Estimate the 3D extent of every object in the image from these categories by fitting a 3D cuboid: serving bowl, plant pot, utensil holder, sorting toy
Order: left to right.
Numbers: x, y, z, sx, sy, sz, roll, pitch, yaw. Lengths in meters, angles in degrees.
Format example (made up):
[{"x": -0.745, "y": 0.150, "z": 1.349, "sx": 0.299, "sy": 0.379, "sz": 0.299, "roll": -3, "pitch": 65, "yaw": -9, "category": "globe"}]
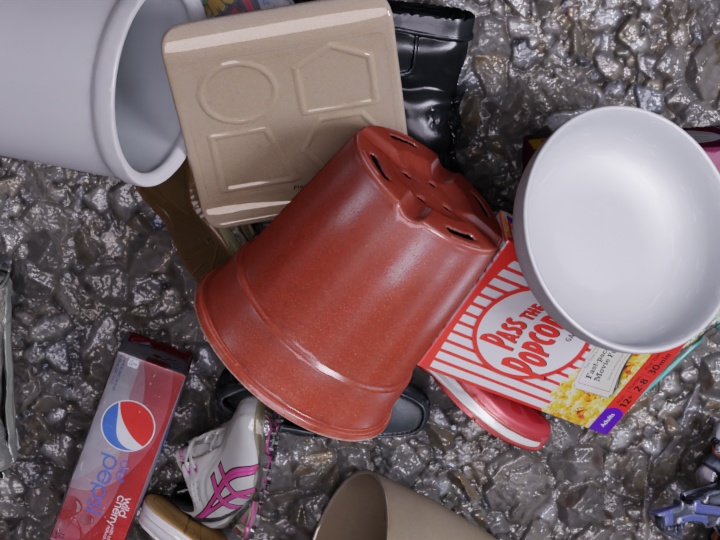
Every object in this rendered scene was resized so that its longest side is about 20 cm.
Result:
[{"x": -0.248, "y": -0.166, "z": 1.282, "sx": 0.200, "sy": 0.170, "sz": 0.170, "roll": 10, "pitch": 106, "yaw": 20, "category": "utensil holder"}, {"x": -0.057, "y": -0.132, "z": 1.293, "sx": 0.185, "sy": 0.036, "sz": 0.200, "roll": -10, "pitch": 132, "yaw": 0, "category": "sorting toy"}, {"x": 0.000, "y": 0.000, "z": 1.279, "sx": 0.201, "sy": 0.201, "sz": 0.195, "roll": 35, "pitch": 114, "yaw": -9, "category": "plant pot"}, {"x": 0.070, "y": 0.301, "z": 1.440, "sx": 0.200, "sy": 0.187, "sz": 0.187, "roll": 19, "pitch": 104, "yaw": -19, "category": "plant pot"}, {"x": 0.203, "y": -0.028, "z": 1.257, "sx": 0.200, "sy": 0.066, "sz": 0.200, "roll": 5, "pitch": 77, "yaw": -24, "category": "serving bowl"}]

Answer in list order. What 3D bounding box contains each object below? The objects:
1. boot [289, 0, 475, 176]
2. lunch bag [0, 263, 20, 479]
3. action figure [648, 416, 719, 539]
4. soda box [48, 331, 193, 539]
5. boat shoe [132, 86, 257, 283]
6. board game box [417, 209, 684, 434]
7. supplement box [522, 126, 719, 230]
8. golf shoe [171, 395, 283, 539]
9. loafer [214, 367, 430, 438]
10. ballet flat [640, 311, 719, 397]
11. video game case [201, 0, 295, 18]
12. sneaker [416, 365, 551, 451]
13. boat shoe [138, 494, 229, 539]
[{"x": 0.004, "y": -0.156, "z": 1.364, "sx": 0.198, "sy": 0.073, "sz": 0.163, "roll": 8, "pitch": 111, "yaw": -1, "category": "boot"}, {"x": -0.390, "y": 0.090, "z": 1.388, "sx": 0.168, "sy": 0.139, "sz": 0.200, "roll": 2, "pitch": 106, "yaw": 0, "category": "lunch bag"}, {"x": 0.330, "y": 0.229, "z": 1.451, "sx": 0.200, "sy": 0.105, "sz": 0.194, "roll": -2, "pitch": 101, "yaw": -25, "category": "action figure"}, {"x": -0.221, "y": 0.164, "z": 1.448, "sx": 0.070, "sy": 0.063, "sz": 0.200, "roll": 21, "pitch": 104, "yaw": -5, "category": "soda box"}, {"x": -0.150, "y": -0.075, "z": 1.392, "sx": 0.073, "sy": 0.063, "sz": 0.200, "roll": -14, "pitch": 105, "yaw": 35, "category": "boat shoe"}, {"x": 0.168, "y": 0.049, "z": 1.344, "sx": 0.200, "sy": 0.046, "sz": 0.152, "roll": 21, "pitch": 124, "yaw": -19, "category": "board game box"}, {"x": 0.246, "y": -0.073, "z": 1.362, "sx": 0.200, "sy": 0.110, "sz": 0.086, "roll": -3, "pitch": 104, "yaw": 0, "category": "supplement box"}, {"x": -0.122, "y": 0.176, "z": 1.407, "sx": 0.092, "sy": 0.073, "sz": 0.200, "roll": 15, "pitch": 139, "yaw": -4, "category": "golf shoe"}, {"x": -0.035, "y": 0.126, "z": 1.435, "sx": 0.200, "sy": 0.070, "sz": 0.068, "roll": 7, "pitch": 105, "yaw": -2, "category": "loafer"}, {"x": 0.297, "y": 0.037, "z": 1.420, "sx": 0.200, "sy": 0.074, "sz": 0.074, "roll": -40, "pitch": 102, "yaw": 4, "category": "ballet flat"}, {"x": -0.114, "y": -0.204, "z": 1.338, "sx": 0.143, "sy": 0.018, "sz": 0.200, "roll": -23, "pitch": 106, "yaw": 37, "category": "video game case"}, {"x": 0.120, "y": 0.068, "z": 1.418, "sx": 0.200, "sy": 0.078, "sz": 0.116, "roll": 39, "pitch": 103, "yaw": -11, "category": "sneaker"}, {"x": -0.141, "y": 0.293, "z": 1.478, "sx": 0.200, "sy": 0.071, "sz": 0.069, "roll": 41, "pitch": 100, "yaw": -12, "category": "boat shoe"}]
